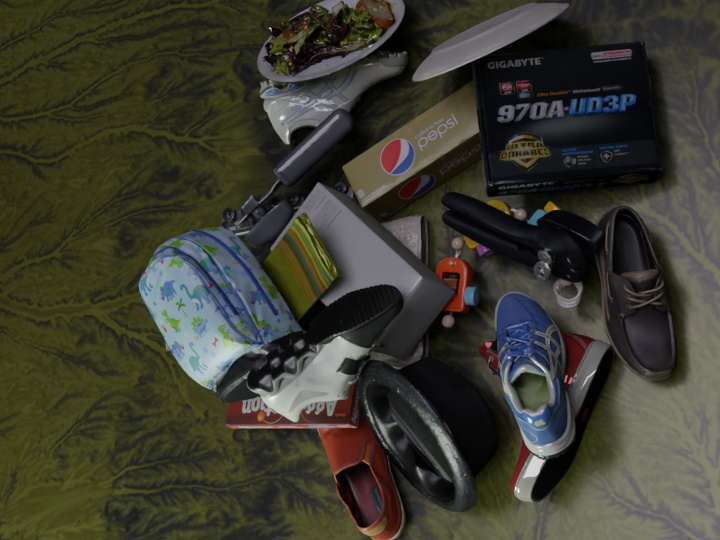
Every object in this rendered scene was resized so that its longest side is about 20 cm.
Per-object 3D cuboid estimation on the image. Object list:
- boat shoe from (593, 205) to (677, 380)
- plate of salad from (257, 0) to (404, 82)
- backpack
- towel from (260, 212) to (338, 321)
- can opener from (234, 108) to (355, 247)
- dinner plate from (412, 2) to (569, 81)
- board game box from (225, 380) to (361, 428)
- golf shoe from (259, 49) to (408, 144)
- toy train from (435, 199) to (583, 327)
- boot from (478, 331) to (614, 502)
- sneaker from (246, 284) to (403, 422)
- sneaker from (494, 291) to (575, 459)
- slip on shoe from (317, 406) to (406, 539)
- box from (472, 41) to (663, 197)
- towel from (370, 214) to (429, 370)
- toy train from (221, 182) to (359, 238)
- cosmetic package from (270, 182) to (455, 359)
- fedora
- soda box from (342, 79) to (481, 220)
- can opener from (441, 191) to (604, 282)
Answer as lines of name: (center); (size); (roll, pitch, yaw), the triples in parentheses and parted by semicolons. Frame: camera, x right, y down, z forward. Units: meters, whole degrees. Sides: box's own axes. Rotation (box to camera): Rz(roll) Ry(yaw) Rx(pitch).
boat shoe: (0.298, 0.022, 1.577); (0.074, 0.073, 0.201); (-15, 70, -2)
plate of salad: (-0.041, -0.301, 1.792); (0.199, 0.048, 0.200); (-18, 36, 13)
backpack: (-0.167, 0.045, 1.699); (0.163, 0.153, 0.201); (-37, 67, 49)
towel: (-0.087, 0.015, 1.694); (0.086, 0.018, 0.200); (61, 146, 14)
can opener: (-0.075, -0.112, 1.782); (0.200, 0.053, 0.067); (-42, 94, 9)
dinner plate: (0.147, -0.272, 1.670); (0.199, 0.200, 0.024); (-21, 103, 20)
board game box: (-0.079, 0.139, 1.741); (0.199, 0.019, 0.103); (-6, 70, 38)
golf shoe: (-0.025, -0.219, 1.815); (0.199, 0.078, 0.098); (-14, 98, 21)
toy train: (0.171, -0.007, 1.670); (0.199, 0.056, 0.151); (-2, 80, 27)
boot: (0.179, 0.151, 1.607); (0.144, 0.072, 0.201); (18, 70, 27)
sneaker: (-0.023, 0.094, 1.602); (0.200, 0.089, 0.074); (-35, 27, 13)
sneaker: (0.186, 0.099, 1.549); (0.075, 0.077, 0.201); (-20, 52, 9)
slip on shoe: (-0.007, 0.223, 1.694); (0.074, 0.061, 0.201); (-31, 65, 18)
box: (0.233, -0.172, 1.641); (0.199, 0.046, 0.160); (-5, 74, 0)
towel: (0.019, 0.036, 1.741); (0.132, 0.034, 0.201); (-6, 75, 24)
toy train: (-0.087, -0.072, 1.817); (0.199, 0.034, 0.046); (-11, 77, 23)
cosmetic package: (0.000, 0.000, 1.687); (0.108, 0.085, 0.200); (-52, 58, 11)
fedora: (0.087, 0.171, 1.628); (0.091, 0.201, 0.201); (-32, 60, -24)
soda box: (0.083, -0.144, 1.733); (0.200, 0.068, 0.064); (-33, 66, 15)
can opener: (0.174, -0.038, 1.618); (0.199, 0.079, 0.064); (19, 128, 32)
